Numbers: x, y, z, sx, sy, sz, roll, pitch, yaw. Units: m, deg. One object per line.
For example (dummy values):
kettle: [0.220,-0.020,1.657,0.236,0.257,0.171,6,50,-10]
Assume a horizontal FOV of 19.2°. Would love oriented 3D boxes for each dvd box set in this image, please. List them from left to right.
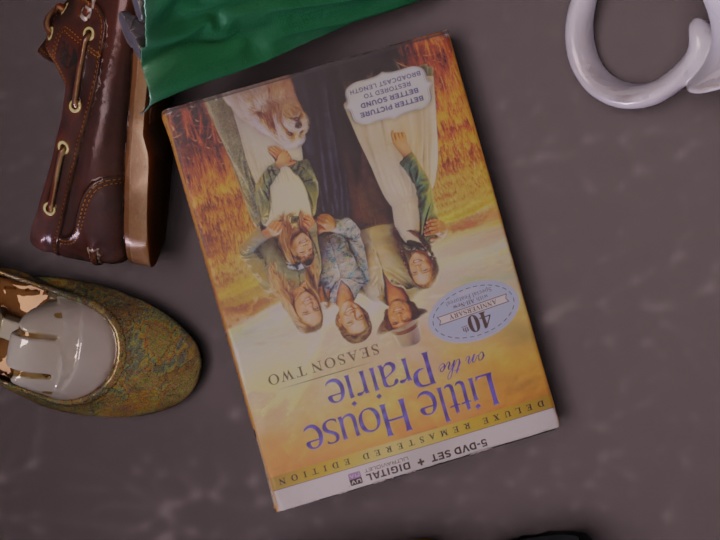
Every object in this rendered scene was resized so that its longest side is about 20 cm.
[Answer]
dvd box set: [0.000,0.000,1.023,0.146,0.029,0.201,-15,91,-4]

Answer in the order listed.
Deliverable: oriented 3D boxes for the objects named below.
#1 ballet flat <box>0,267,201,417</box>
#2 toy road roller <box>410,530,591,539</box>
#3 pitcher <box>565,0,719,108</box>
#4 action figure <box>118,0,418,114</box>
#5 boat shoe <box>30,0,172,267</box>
ballet flat: [-0.180,0.029,1.068,0.199,0.071,0.071,19,98,10]
toy road roller: [0.029,0.198,0.992,0.199,0.146,0.124,-8,92,13]
pitcher: [0.161,-0.173,0.959,0.171,0.121,0.201,-3,105,28]
action figure: [-0.014,-0.144,0.993,0.199,0.118,0.055,-17,65,-17]
boat shoe: [-0.125,-0.102,1.043,0.070,0.070,0.201,8,96,8]
